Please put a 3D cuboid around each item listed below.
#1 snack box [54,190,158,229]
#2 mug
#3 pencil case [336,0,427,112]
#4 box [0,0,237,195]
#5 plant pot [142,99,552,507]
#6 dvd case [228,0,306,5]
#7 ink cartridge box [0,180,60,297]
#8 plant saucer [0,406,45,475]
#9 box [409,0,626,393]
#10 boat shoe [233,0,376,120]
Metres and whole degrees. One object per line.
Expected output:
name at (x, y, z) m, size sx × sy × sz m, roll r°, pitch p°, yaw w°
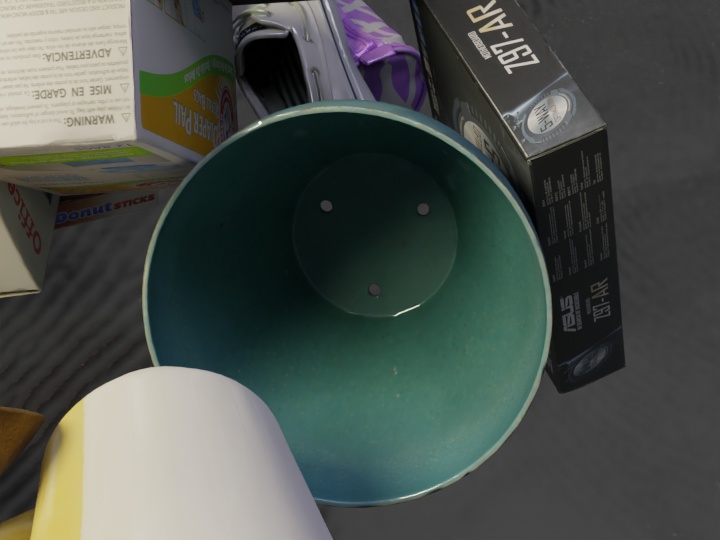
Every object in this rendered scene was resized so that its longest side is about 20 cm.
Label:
snack box at (-0.196, -0.104, 0.933) m, size 0.071 × 0.024 × 0.201 m, roll -14°, pitch 49°, yaw -25°
mug at (-0.097, 0.120, 0.641) m, size 0.184 × 0.151 × 0.154 m, roll 8°, pitch 34°, yaw -20°
pencil case at (-0.032, -0.171, 0.994) m, size 0.083 × 0.086 × 0.200 m, roll -23°, pitch 54°, yaw -23°
box at (-0.133, -0.098, 0.729) m, size 0.111 × 0.200 × 0.103 m, roll -3°, pitch 87°, yaw 8°
plant pot at (0.000, 0.000, 0.767) m, size 0.197 × 0.203 × 0.135 m, roll 14°, pitch 20°, yaw 3°
dvd case at (-0.082, -0.160, 0.732) m, size 0.147 × 0.016 × 0.199 m, roll 4°, pitch -2°, yaw 37°
ink cartridge box at (-0.220, -0.104, 0.814) m, size 0.086 × 0.146 × 0.202 m, roll -4°, pitch 50°, yaw 9°
plant saucer at (-0.237, 0.082, 0.642) m, size 0.197 × 0.200 × 0.036 m, roll 0°, pitch 79°, yaw -12°
box at (0.087, -0.053, 0.813) m, size 0.043 × 0.201 × 0.161 m, roll -22°, pitch 51°, yaw -5°
boat shoe at (-0.048, -0.137, 0.904) m, size 0.066 × 0.074 × 0.201 m, roll 8°, pitch 40°, yaw -46°
